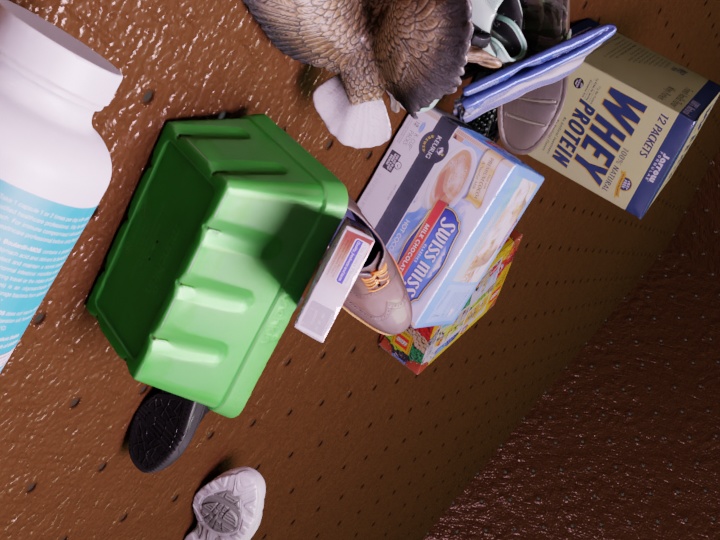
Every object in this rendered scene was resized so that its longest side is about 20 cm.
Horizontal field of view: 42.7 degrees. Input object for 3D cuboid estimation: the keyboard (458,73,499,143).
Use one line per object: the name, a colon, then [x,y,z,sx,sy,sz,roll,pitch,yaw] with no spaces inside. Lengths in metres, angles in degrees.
keyboard: [0.149,-0.171,1.090,0.104,0.039,0.201,-30,149,-46]

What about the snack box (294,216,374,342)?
snack box: [-0.017,0.000,0.662,0.073,0.024,0.200,-63,-177,4]

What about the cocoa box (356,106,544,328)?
cocoa box: [0.082,-0.056,0.992,0.201,0.131,0.133,-59,159,12]

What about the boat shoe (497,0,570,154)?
boat shoe: [0.193,-0.226,0.991,0.068,0.071,0.203,-41,142,-74]

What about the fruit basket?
fruit basket: [-0.085,-0.009,0.711,0.214,0.155,0.217,-25,138,-26]

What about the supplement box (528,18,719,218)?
supplement box: [0.316,-0.197,1.153,0.200,0.199,0.135,-37,154,-53]

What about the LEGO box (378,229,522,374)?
LEGO box: [0.125,0.026,1.288,0.199,0.077,0.150,-37,153,-38]

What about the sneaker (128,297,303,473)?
sneaker: [-0.135,0.099,0.863,0.104,0.060,0.201,5,115,-61]

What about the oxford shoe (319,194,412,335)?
oxford shoe: [0.000,0.000,0.863,0.071,0.073,0.201,-39,125,-4]

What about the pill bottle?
pill bottle: [-0.198,-0.029,0.459,0.201,0.110,0.111,-56,159,8]

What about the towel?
towel: [0.154,-0.179,0.855,0.145,0.024,0.200,-24,-176,7]

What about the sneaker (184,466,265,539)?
sneaker: [-0.154,0.289,1.119,0.099,0.078,0.201,-39,164,-49]

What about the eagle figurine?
eagle figurine: [0.009,-0.177,0.649,0.150,0.153,0.200,-20,180,14]

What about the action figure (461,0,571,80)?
action figure: [0.160,-0.257,0.897,0.201,0.101,0.119,-60,170,12]

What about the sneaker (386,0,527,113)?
sneaker: [0.084,-0.188,0.811,0.074,0.118,0.201,-47,159,-20]
